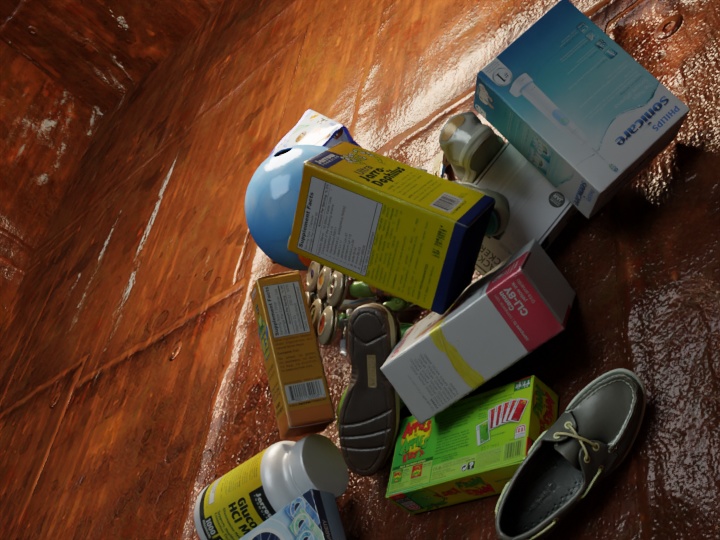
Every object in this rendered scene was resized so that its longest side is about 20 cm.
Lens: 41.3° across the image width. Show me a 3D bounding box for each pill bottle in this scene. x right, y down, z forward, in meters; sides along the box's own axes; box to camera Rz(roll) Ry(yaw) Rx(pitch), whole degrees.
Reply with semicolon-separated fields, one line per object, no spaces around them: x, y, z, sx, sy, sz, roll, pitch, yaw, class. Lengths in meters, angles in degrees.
-0.112;0.290;1.223;0.199;0.112;0.113;-36;32;30;pill bottle

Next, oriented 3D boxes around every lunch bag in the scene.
-0.096;-0.169;1.716;0.200;0.124;0.170;-46;28;-5;lunch bag

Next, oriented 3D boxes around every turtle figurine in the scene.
0.000;0.000;1.263;0.198;0.146;0.193;-16;20;-34;turtle figurine

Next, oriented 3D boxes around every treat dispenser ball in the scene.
-0.087;-0.101;1.535;0.200;0.200;0.202;-36;32;27;treat dispenser ball

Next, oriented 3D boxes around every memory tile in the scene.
-0.039;-0.010;1.247;0.153;0.017;0.203;-151;74;-70;memory tile

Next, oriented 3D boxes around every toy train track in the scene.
0.120;-0.109;1.418;0.115;0.032;0.201;-41;24;35;toy train track

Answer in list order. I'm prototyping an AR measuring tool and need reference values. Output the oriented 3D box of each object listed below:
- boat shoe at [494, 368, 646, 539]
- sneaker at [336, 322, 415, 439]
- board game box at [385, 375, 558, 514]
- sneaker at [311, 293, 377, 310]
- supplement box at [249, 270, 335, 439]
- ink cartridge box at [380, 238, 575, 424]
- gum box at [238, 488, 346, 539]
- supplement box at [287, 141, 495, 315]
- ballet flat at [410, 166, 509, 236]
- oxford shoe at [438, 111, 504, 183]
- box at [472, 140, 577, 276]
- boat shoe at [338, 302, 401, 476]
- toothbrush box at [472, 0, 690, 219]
0.199;0.180;0.905;0.072;0.060;0.203;39;97;22;boat shoe
0.031;0.149;1.208;0.083;0.074;0.202;-19;43;52;sneaker
0.121;0.195;1.047;0.199;0.047;0.102;-26;37;40;board game box
0.015;0.020;1.395;0.198;0.072;0.073;-7;69;36;sneaker
-0.089;0.107;1.222;0.067;0.068;0.203;125;136;-63;supplement box
0.133;0.067;1.069;0.199;0.084;0.145;-38;2;22;ink cartridge box
-0.091;0.380;1.109;0.200;0.044;0.171;-40;49;25;gum box
0.034;-0.052;1.073;0.109;0.198;0.110;-39;-32;-59;supplement box
0.087;-0.089;1.141;0.198;0.070;0.070;18;66;19;ballet flat
0.132;-0.147;1.154;0.076;0.058;0.200;-52;-12;3;oxford shoe
0.198;-0.083;1.169;0.201;0.116;0.060;-50;-15;4;box
0.021;0.141;1.145;0.074;0.075;0.205;8;96;19;boat shoe
0.249;-0.187;1.097;0.146;0.200;0.085;-42;-16;-9;toothbrush box
